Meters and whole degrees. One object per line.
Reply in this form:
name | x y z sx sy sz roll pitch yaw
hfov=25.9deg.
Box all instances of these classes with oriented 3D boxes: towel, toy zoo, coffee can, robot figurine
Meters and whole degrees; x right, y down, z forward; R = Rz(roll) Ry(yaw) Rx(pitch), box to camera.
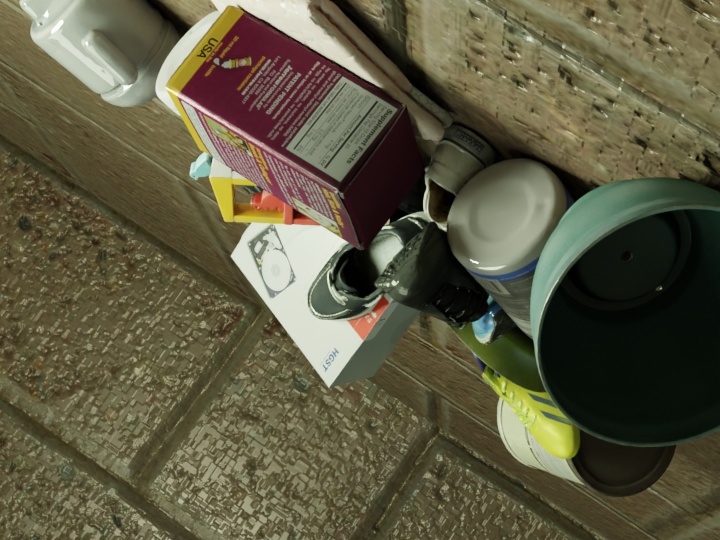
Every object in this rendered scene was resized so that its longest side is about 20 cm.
towel | -0.030 -0.193 1.408 0.191 0.032 0.200 40 170 -33
toy zoo | -0.067 -0.095 1.539 0.199 0.021 0.132 3 139 1
coffee can | 0.269 0.184 1.894 0.146 0.147 0.200 37 170 -16
robot figurine | -0.275 -0.256 1.696 0.200 0.113 0.170 40 -163 -28

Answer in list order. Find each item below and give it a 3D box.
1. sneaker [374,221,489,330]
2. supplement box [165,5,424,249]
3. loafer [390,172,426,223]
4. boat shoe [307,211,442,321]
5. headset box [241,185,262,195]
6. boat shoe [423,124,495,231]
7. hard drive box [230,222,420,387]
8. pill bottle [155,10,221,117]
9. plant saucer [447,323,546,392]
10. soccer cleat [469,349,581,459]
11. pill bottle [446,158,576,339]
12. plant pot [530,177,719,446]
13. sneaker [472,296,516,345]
sneaker | 0.075 0.010 1.407 0.091 0.076 0.200 45 -168 8
supplement box | -0.057 -0.127 1.398 0.200 0.103 0.131 33 166 19
loafer | 0.055 -0.063 1.642 0.068 0.071 0.201 26 167 45
boat shoe | 0.000 0.000 1.572 0.200 0.060 0.076 -40 77 43
headset box | -0.096 -0.130 1.816 0.148 0.077 0.200 30 171 28
boat shoe | 0.086 -0.073 1.483 0.071 0.070 0.200 33 170 6
hard drive box | -0.029 -0.002 1.694 0.077 0.156 0.200 -10 -127 -48
pill bottle | -0.099 -0.158 1.576 0.200 0.112 0.111 40 169 -27
plant saucer | 0.154 0.051 1.754 0.200 0.031 0.200 36 -158 -17
soccer cleat | 0.177 0.135 1.781 0.083 0.065 0.201 -4 -128 -40
pill bottle | 0.170 -0.003 1.411 0.114 0.114 0.200 26 167 43
plant pot | 0.214 0.012 1.176 0.200 0.200 0.134 39 -163 -26
sneaker | 0.121 0.001 1.565 0.090 0.078 0.200 50 -168 -22
